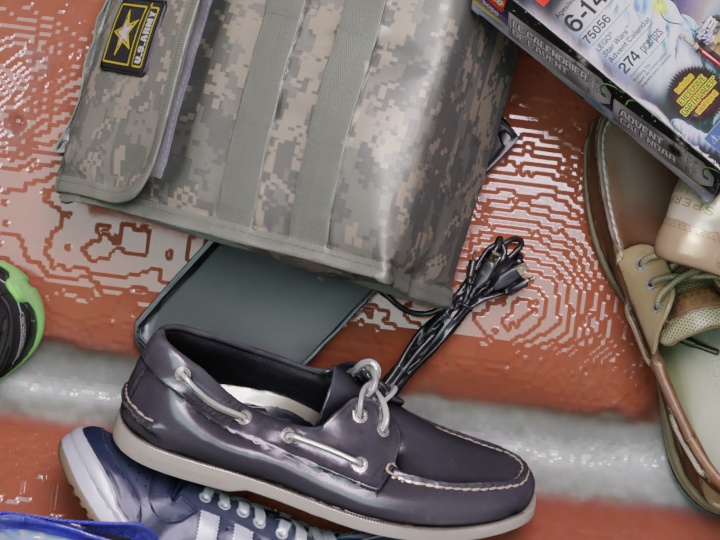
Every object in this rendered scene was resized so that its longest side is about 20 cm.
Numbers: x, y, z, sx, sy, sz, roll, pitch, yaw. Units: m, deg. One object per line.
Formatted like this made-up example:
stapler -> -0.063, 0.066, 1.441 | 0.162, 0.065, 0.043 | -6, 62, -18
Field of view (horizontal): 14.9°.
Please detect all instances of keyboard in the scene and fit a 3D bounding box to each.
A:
keyboard -> 0.000, 0.000, 1.311 | 0.127, 0.021, 0.200 | 44, 91, 9

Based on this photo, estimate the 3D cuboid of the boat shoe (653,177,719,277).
boat shoe -> 0.210, 0.009, 1.245 | 0.200, 0.071, 0.065 | 28, 83, -28

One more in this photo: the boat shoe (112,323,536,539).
boat shoe -> -0.010, 0.072, 1.259 | 0.200, 0.073, 0.063 | 13, 114, -6

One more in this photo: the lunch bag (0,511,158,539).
lunch bag -> -0.118, 0.204, 1.224 | 0.200, 0.170, 0.124 | 30, 47, 2

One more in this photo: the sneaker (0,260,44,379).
sneaker -> -0.238, 0.063, 1.285 | 0.200, 0.084, 0.077 | -43, 86, 0

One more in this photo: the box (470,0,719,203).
box -> 0.163, -0.146, 1.194 | 0.137, 0.040, 0.200 | 39, 73, 10

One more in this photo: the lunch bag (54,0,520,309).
lunch bag -> -0.041, -0.089, 1.262 | 0.200, 0.118, 0.164 | 15, 87, 23

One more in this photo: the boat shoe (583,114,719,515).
boat shoe -> 0.159, 0.017, 1.276 | 0.076, 0.074, 0.200 | -20, 87, 1

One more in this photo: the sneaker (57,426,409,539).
sneaker -> -0.042, 0.126, 1.281 | 0.108, 0.070, 0.200 | -41, 93, 4
